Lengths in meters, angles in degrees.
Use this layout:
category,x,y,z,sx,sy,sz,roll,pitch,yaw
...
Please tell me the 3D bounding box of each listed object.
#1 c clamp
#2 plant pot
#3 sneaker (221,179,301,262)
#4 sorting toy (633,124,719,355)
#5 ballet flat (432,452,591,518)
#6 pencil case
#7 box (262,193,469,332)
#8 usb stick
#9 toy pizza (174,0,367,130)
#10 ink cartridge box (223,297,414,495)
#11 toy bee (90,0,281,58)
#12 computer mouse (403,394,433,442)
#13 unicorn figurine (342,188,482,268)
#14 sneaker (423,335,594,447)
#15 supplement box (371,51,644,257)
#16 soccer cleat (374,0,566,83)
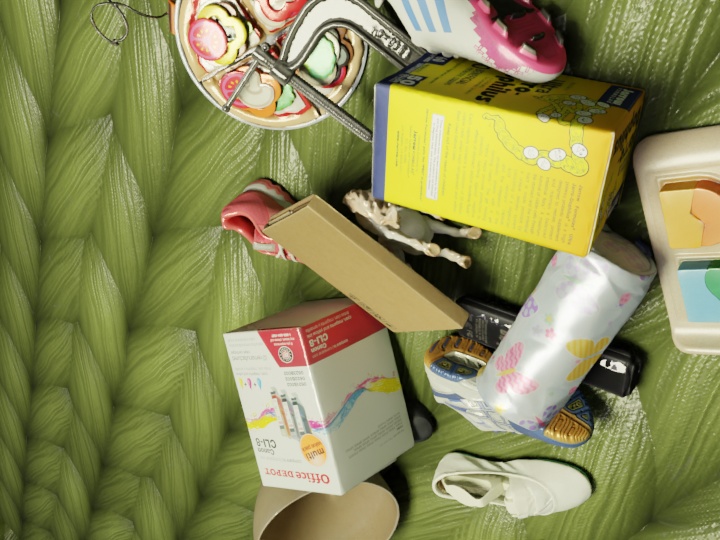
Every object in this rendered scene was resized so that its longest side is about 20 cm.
category,x,y,z,sx,sy,sz,roll,pitch,yaw
c clamp,-0.015,-0.179,0.746,0.199,0.027,0.171,31,121,-6
plant pot,-0.061,0.313,1.050,0.135,0.199,0.201,-119,26,-51
sneaker,-0.083,-0.035,0.900,0.199,0.087,0.074,28,132,24
sorting toy,0.322,-0.018,0.597,0.184,0.036,0.201,-2,114,42
ballet flat,0.168,0.257,0.882,0.199,0.069,0.070,-4,113,42
pencil case,0.183,0.051,0.697,0.091,0.083,0.201,54,128,44
box,0.000,0.000,0.792,0.200,0.021,0.163,38,162,-15
usb stick,0.187,0.075,0.776,0.199,0.033,0.056,19,134,31
toy pizza,-0.092,-0.230,0.759,0.199,0.032,0.201,4,126,5
ink cartridge box,-0.048,0.147,0.918,0.145,0.144,0.201,-9,99,43
toy bee,-0.168,-0.282,0.824,0.199,0.109,0.131,29,128,-9
computer mouse,0.008,0.179,0.995,0.199,0.034,0.059,14,125,35
unicorn figurine,0.048,-0.037,0.777,0.137,0.074,0.200,15,157,37
sneaker,0.161,0.142,0.824,0.199,0.075,0.088,26,142,35
supplement box,0.122,-0.107,0.648,0.199,0.109,0.110,18,127,23
soccer cleat,0.091,-0.215,0.658,0.200,0.070,0.087,45,145,17
